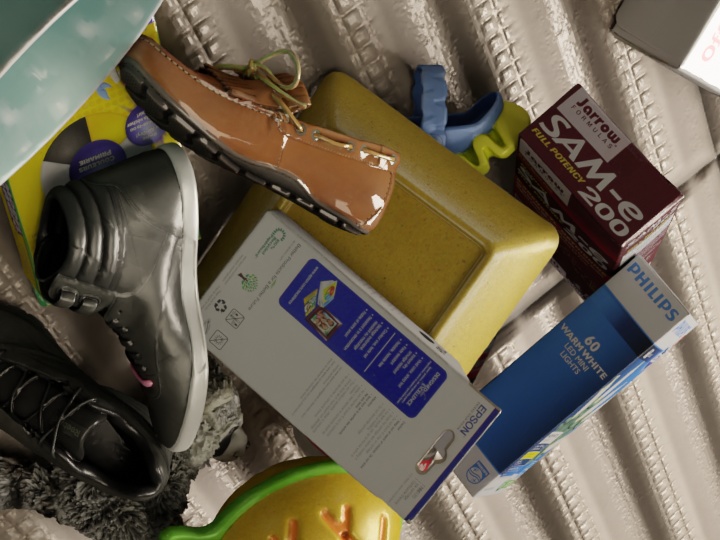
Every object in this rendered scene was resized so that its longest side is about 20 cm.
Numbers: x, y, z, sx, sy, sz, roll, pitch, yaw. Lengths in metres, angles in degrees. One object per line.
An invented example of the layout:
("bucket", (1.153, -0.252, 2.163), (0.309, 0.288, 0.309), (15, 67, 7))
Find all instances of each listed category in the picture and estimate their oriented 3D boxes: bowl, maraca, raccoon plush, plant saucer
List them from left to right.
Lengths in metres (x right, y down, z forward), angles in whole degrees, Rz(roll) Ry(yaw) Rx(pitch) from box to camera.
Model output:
("bowl", (-0.195, -0.126, 0.744), (0.105, 0.201, 0.201), (42, 91, -2))
("raccoon plush", (-0.170, 0.117, 1.016), (0.199, 0.097, 0.135), (13, 103, -40))
("maraca", (-0.061, 0.199, 1.033), (0.198, 0.107, 0.138), (-18, 124, -14))
("plant saucer", (0.000, 0.000, 0.989), (0.201, 0.199, 0.048), (-55, 174, 8))

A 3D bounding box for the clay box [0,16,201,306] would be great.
("clay box", (-0.169, -0.067, 0.918), (0.114, 0.048, 0.202), (-25, 130, -20))

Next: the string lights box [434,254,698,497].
("string lights box", (0.149, 0.079, 1.068), (0.200, 0.059, 0.103), (-42, 165, 9))

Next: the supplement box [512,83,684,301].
("supplement box", (0.167, -0.046, 1.071), (0.061, 0.109, 0.200), (-39, 165, -7))

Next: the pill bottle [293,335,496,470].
("pill bottle", (0.036, 0.062, 1.107), (0.110, 0.111, 0.202), (12, 112, -40))

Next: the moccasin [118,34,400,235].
("moccasin", (-0.057, -0.093, 0.894), (0.200, 0.074, 0.078), (27, 88, -26))

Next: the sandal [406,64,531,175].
("sandal", (0.022, -0.073, 1.044), (0.200, 0.080, 0.087), (-42, 106, 0))

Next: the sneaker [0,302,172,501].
("sneaker", (-0.200, 0.082, 0.933), (0.199, 0.091, 0.076), (31, 87, -16))

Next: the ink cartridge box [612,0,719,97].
("ink cartridge box", (0.313, -0.203, 1.147), (0.199, 0.083, 0.146), (17, 108, -42))

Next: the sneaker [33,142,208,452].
("sneaker", (-0.151, 0.025, 0.906), (0.098, 0.071, 0.202), (-12, 113, -27))

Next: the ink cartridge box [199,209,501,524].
("ink cartridge box", (-0.012, 0.061, 0.950), (0.100, 0.200, 0.039), (-50, 172, 9))
